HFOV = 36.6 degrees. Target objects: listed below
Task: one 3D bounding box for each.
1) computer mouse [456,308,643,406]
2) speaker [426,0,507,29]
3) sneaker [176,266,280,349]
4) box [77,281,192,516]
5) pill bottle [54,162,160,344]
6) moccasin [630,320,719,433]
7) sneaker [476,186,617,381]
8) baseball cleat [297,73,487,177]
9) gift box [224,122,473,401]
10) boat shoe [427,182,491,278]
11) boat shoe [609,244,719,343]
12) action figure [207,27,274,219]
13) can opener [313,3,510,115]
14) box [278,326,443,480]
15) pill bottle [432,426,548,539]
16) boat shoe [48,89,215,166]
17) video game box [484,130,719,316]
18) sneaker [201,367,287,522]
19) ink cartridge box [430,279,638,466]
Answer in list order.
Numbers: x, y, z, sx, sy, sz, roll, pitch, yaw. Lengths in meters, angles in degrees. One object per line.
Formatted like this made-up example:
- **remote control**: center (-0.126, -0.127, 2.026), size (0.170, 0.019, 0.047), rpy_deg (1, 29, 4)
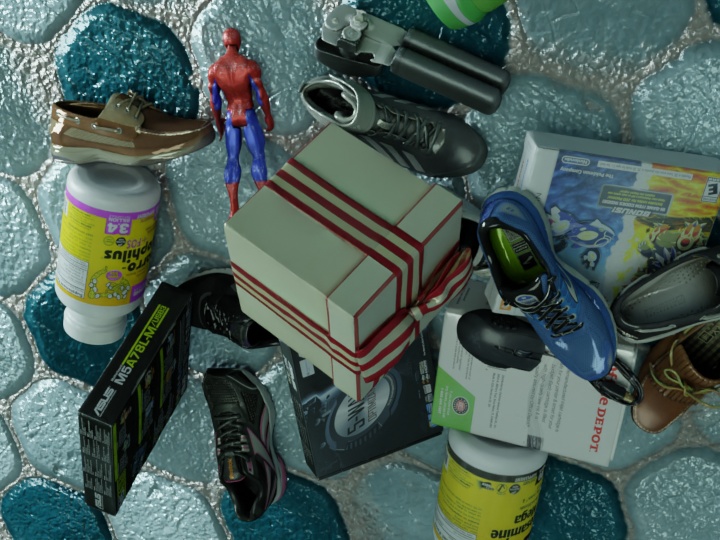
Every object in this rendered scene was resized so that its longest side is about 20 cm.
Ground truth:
- **computer mouse**: center (0.189, 0.091, 1.090), size (0.198, 0.034, 0.059), rpy_deg (20, 114, 9)
- **speaker**: center (0.149, -0.302, 0.987), size (0.199, 0.089, 0.089), rpy_deg (-29, 103, 26)
- **sneaker**: center (-0.136, 0.048, 1.235), size (0.198, 0.088, 0.076), rpy_deg (1, 115, 17)
- **box**: center (-0.250, 0.145, 1.225), size (0.047, 0.194, 0.201), rpy_deg (22, 141, 7)
- **pill bottle**: center (-0.292, -0.018, 1.244), size (0.103, 0.104, 0.201), rpy_deg (19, 119, 8)
- **moccasin**: center (0.346, 0.094, 1.114), size (0.073, 0.078, 0.202), rpy_deg (36, 119, -4)
- **sneaker**: center (0.165, 0.023, 1.009), size (0.078, 0.089, 0.201), rpy_deg (-32, 97, 32)
- **baseball cleat**: center (0.030, -0.140, 1.086), size (0.198, 0.106, 0.070), rpy_deg (18, 99, 6)
- **gift box**: center (0.000, 0.000, 1.063), size (0.186, 0.185, 0.201), rpy_deg (34, 159, 22)
- **boat shoe**: center (0.132, -0.025, 1.132), size (0.199, 0.066, 0.072), rpy_deg (32, 119, 1)
- **boat shoe**: center (0.331, 0.010, 1.033), size (0.198, 0.060, 0.074), rpy_deg (-21, 74, 10)
- **action figure**: center (-0.126, -0.156, 1.162), size (0.065, 0.052, 0.202), rpy_deg (-1, 109, 12)
- **can opener**: center (0.051, -0.209, 1.089), size (0.199, 0.053, 0.067), rpy_deg (22, 153, 8)
- **box**: center (0.000, 0.111, 1.200), size (0.159, 0.044, 0.202), rpy_deg (-17, 113, -17)
- **pill bottle**: center (0.143, 0.265, 1.236), size (0.111, 0.113, 0.202), rpy_deg (12, 117, 11)
- **boat shoe**: center (-0.255, -0.157, 1.188), size (0.198, 0.076, 0.072), rpy_deg (0, 112, 15)
- **video game box**: center (0.239, -0.033, 1.074), size (0.198, 0.047, 0.184), rpy_deg (7, 120, -8)
- **sneaker**: center (-0.142, 0.213, 1.315), size (0.080, 0.086, 0.201), rpy_deg (-13, 109, 20)
- **ink cartridge box**: center (0.186, 0.107, 1.166), size (0.198, 0.084, 0.147), rpy_deg (12, 117, 13)
